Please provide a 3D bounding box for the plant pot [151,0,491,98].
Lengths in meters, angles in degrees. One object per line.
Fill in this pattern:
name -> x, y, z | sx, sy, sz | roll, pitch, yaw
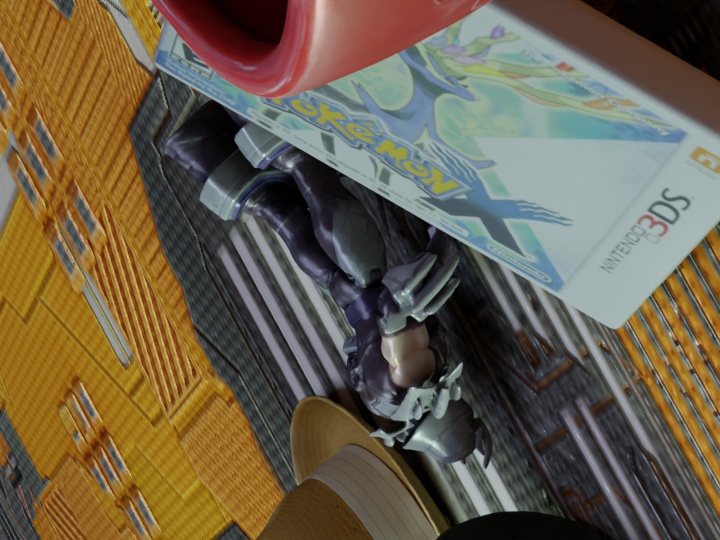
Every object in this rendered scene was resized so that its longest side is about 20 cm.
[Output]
plant pot -> 0.012, -0.172, 0.799 | 0.201, 0.182, 0.201 | 52, 159, 29

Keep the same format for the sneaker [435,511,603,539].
sneaker -> 0.101, 0.183, 1.228 | 0.200, 0.083, 0.121 | 33, 136, 56

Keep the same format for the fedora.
fedora -> -0.007, 0.159, 1.477 | 0.201, 0.082, 0.201 | 53, 159, 30

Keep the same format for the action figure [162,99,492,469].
action figure -> 0.000, 0.000, 1.273 | 0.200, 0.069, 0.130 | 57, 155, 7

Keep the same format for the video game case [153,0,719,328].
video game case -> 0.029, -0.061, 1.011 | 0.199, 0.022, 0.182 | 30, 159, 0
